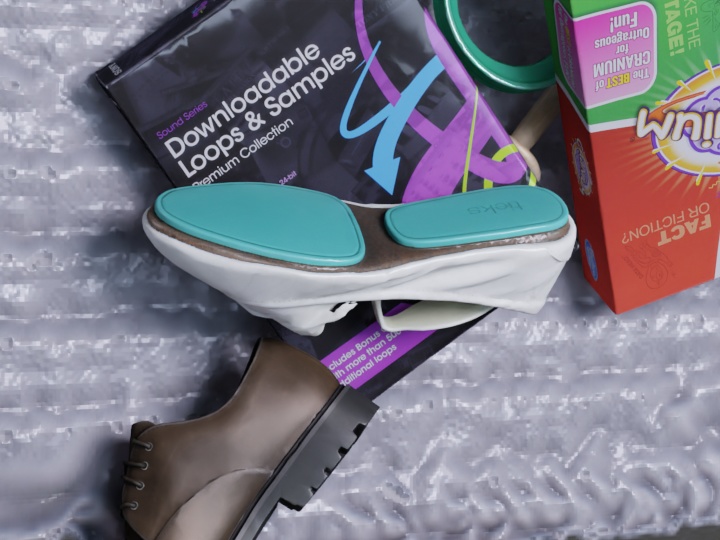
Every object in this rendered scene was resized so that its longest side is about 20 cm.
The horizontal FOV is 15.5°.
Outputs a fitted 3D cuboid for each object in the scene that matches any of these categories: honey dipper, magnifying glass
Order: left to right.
[{"bbox_3d":[0.054,-0.182,1.276,0.079,0.022,0.201,-23,94,-18],"label":"magnifying glass"},{"bbox_3d":[0.104,-0.094,1.317,0.038,0.038,0.200,50,63,-22],"label":"honey dipper"}]

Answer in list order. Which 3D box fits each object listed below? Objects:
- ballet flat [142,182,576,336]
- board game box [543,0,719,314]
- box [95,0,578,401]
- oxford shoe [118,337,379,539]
[{"bbox_3d":[0.000,0.000,1.187,0.199,0.069,0.070,-1,91,-15],"label":"ballet flat"},{"bbox_3d":[0.172,-0.091,1.282,0.152,0.040,0.201,-20,126,-10],"label":"board game box"},{"bbox_3d":[-0.009,-0.050,1.219,0.143,0.036,0.200,-36,109,-3],"label":"box"},{"bbox_3d":[-0.085,0.114,1.192,0.084,0.073,0.200,39,73,0],"label":"oxford shoe"}]
